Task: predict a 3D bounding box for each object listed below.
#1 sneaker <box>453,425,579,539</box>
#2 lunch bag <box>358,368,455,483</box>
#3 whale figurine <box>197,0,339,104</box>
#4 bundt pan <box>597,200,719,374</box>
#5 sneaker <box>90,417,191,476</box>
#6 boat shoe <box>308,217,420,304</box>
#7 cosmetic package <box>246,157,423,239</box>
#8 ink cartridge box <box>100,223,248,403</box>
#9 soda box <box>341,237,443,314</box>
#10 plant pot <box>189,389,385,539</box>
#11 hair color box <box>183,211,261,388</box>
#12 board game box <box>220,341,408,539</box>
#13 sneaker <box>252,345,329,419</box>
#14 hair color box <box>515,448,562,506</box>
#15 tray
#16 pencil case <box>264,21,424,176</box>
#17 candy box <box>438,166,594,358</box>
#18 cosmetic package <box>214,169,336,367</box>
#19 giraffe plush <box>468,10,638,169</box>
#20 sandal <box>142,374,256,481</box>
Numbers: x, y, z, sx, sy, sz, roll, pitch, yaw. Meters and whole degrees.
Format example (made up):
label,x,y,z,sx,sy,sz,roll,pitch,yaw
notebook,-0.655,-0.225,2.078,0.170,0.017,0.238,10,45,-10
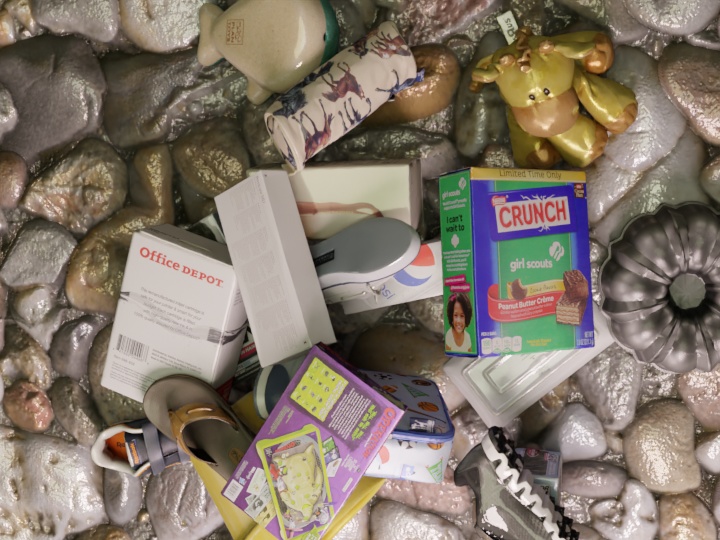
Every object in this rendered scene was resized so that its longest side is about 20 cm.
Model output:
label,x,y,z,sx,sy,sz,roll,pitch,yaw
sneaker,0.174,0.276,1.083,0.090,0.066,0.201,-38,84,18
lunch bag,0.023,0.175,1.142,0.157,0.200,0.077,10,102,-5
whale figurine,-0.110,-0.281,1.184,0.197,0.103,0.162,9,100,36
bundt pan,0.370,0.025,1.110,0.198,0.076,0.206,1,97,10
sneaker,-0.257,0.224,1.282,0.197,0.079,0.080,-15,94,12
boat shoe,-0.001,0.005,1.120,0.200,0.086,0.076,-21,52,33
cosmetic package,-0.028,-0.086,1.176,0.196,0.103,0.089,-1,99,14
ink cartridge box,-0.215,0.061,1.185,0.142,0.084,0.203,20,106,13
soda box,0.072,-0.001,1.183,0.196,0.068,0.065,-12,95,14
plant pot,-0.100,0.254,1.196,0.189,0.200,0.201,46,104,13
hair color box,-0.170,0.036,1.245,0.098,0.061,0.202,-28,90,16
board game box,-0.051,0.192,1.045,0.119,0.032,0.202,36,103,12
sneaker,-0.060,0.092,1.175,0.081,0.202,0.071,-1,143,24
hair color box,0.206,0.327,1.172,0.059,0.099,0.204,3,98,13
tray,0.204,0.100,1.190,0.199,0.022,0.108,-41,89,14
pencil case,-0.022,-0.195,1.126,0.199,0.078,0.090,-38,129,-14
candy box,0.174,-0.010,1.095,0.166,0.077,0.204,-2,87,-30
cosmetic package,-0.095,-0.003,1.098,0.082,0.050,0.203,-23,79,38
giraffe plush,0.204,-0.205,1.075,0.172,0.162,0.201,-42,88,15
sandal,-0.176,0.189,1.112,0.199,0.054,0.082,39,103,23
